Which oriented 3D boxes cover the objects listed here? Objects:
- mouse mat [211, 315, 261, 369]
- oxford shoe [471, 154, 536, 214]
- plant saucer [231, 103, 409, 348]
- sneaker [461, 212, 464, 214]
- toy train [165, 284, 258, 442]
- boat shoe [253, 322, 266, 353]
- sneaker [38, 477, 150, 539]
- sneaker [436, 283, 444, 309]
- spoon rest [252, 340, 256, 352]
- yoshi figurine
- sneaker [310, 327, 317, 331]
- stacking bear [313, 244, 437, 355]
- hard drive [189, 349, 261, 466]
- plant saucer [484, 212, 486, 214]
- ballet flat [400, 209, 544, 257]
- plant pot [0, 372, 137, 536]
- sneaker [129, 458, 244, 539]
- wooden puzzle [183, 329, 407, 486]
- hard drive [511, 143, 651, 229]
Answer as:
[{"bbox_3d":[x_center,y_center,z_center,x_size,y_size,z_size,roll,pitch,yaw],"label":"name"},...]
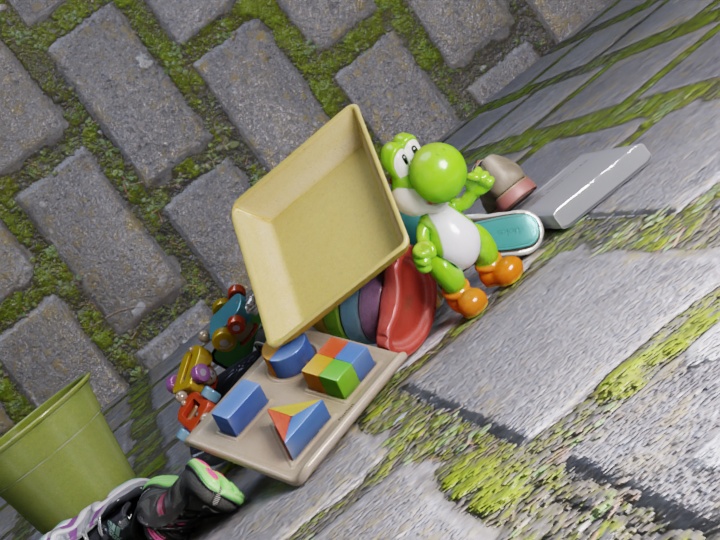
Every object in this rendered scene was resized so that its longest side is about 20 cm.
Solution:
[{"bbox_3d":[-0.100,0.063,1.797,0.008,0.161,0.201,35,89,39],"label":"mouse mat"},{"bbox_3d":[0.177,-0.113,1.703,0.070,0.075,0.200,-38,-3,-4],"label":"oxford shoe"},{"bbox_3d":[-0.037,-0.042,1.435,0.199,0.202,0.048,-37,-37,24],"label":"plant saucer"},{"bbox_3d":[0.066,-0.025,1.779,0.200,0.086,0.078,-50,5,-39],"label":"sneaker"},{"bbox_3d":[-0.163,0.115,1.609,0.150,0.055,0.202,13,71,60],"label":"toy train"},{"bbox_3d":[-0.068,0.106,1.532,0.201,0.072,0.061,15,69,53],"label":"boat shoe"},{"bbox_3d":[-0.301,0.309,1.565,0.200,0.078,0.140,-42,7,-25],"label":"sneaker"},{"bbox_3d":[0.062,0.014,1.646,0.087,0.076,0.200,-39,4,23],"label":"sneaker"},{"bbox_3d":[-0.123,0.147,1.736,0.060,0.100,0.201,-2,45,39],"label":"spoon rest"},{"bbox_3d":[0.095,-0.054,1.402,0.111,0.201,0.113,-26,19,22],"label":"yoshi figurine"},{"bbox_3d":[0.000,0.000,1.576,0.201,0.072,0.085,-56,4,-4],"label":"sneaker"},{"bbox_3d":[-0.025,0.026,1.504,0.198,0.123,0.113,7,-1,29],"label":"stacking bear"},{"bbox_3d":[-0.120,0.150,1.630,0.199,0.042,0.135,-33,31,7],"label":"hard drive"},{"bbox_3d":[0.166,-0.051,1.776,0.070,0.019,0.200,-36,8,19],"label":"plant saucer"},{"bbox_3d":[0.109,-0.035,1.530,0.197,0.070,0.069,-2,12,5],"label":"ballet flat"},{"bbox_3d":[-0.369,0.266,1.719,0.199,0.191,0.200,-37,7,6],"label":"plant pot"},{"bbox_3d":[-0.185,0.255,1.413,0.200,0.076,0.084,-33,24,56],"label":"sneaker"},{"bbox_3d":[-0.074,0.126,1.393,0.199,0.047,0.185,7,46,45],"label":"wooden puzzle"},{"bbox_3d":[0.254,-0.096,1.583,0.131,0.027,0.200,-38,6,-6],"label":"hard drive"}]
